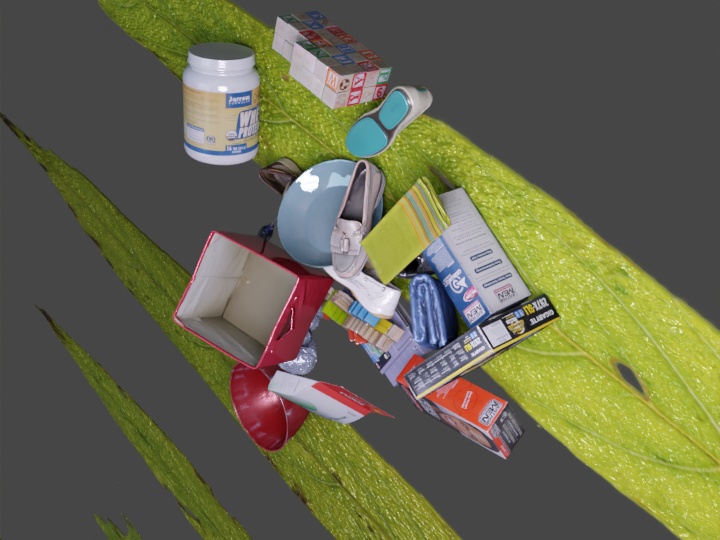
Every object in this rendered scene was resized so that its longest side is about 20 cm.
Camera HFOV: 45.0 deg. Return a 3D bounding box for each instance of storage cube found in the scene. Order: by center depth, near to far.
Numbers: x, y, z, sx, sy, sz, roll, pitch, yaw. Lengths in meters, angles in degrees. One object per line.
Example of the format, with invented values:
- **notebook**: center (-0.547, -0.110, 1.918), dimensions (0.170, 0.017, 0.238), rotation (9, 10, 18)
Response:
- **storage cube**: center (-0.176, 0.049, 1.478), dimensions (0.199, 0.180, 0.172), rotation (28, 97, 15)

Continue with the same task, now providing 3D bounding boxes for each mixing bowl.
- **mixing bowl**: center (-0.176, 0.268, 1.831), dimensions (0.200, 0.108, 0.201), rotation (23, 122, 42)

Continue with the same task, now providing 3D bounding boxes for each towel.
- **towel**: center (0.064, -0.056, 1.318), dimensions (0.200, 0.018, 0.086), rotation (-45, 67, 51)
- **towel**: center (0.117, 0.066, 1.340), dimensions (0.048, 0.200, 0.112), rotation (-8, 82, 13)

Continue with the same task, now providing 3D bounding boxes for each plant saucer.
- **plant saucer**: center (-0.048, -0.095, 1.511), dimensions (0.200, 0.039, 0.202), rotation (-8, 69, 21)

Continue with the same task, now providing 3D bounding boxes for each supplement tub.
- **supplement tub**: center (-0.263, -0.316, 1.643), dimensions (0.144, 0.144, 0.201), rotation (31, 128, 38)

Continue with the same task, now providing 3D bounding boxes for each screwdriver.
- **screwdriver**: center (-0.167, -0.092, 1.703), dimensions (0.200, 0.029, 0.028), rotation (-34, 44, 59)

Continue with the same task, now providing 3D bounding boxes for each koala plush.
- **koala plush**: center (-0.182, 0.080, 1.655), dimensions (0.184, 0.199, 0.178), rotation (32, 106, 65)

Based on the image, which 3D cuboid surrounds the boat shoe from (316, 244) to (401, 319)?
- **boat shoe**: center (0.000, 0.000, 1.503), dimensions (0.200, 0.071, 0.070), rotation (41, 113, 30)

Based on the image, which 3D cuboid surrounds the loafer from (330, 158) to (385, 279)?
- **loafer**: center (-0.013, -0.088, 1.434), dimensions (0.072, 0.063, 0.201), rotation (8, 74, 26)

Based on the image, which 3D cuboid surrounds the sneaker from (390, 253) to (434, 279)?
- **sneaker**: center (0.065, -0.033, 1.423), dimensions (0.200, 0.098, 0.071), rotation (14, 119, 47)

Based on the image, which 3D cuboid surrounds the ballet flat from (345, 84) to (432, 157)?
- **ballet flat**: center (0.048, -0.238, 1.379), dimensions (0.200, 0.069, 0.070), rotation (-28, 84, 57)

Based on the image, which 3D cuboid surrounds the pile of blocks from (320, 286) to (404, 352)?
- **pile of blocks**: center (-0.016, 0.088, 1.519), dimensions (0.200, 0.062, 0.082), rotation (26, 168, 40)

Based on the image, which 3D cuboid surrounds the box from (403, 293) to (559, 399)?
- **box**: center (0.179, 0.115, 1.304), dimensions (0.049, 0.159, 0.200), rotation (59, 140, 10)

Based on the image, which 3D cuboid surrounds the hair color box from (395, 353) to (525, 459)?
- **hair color box**: center (0.161, 0.220, 1.419), dimensions (0.200, 0.061, 0.102), rotation (23, 158, 42)

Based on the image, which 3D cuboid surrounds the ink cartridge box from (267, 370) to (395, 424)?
- **ink cartridge box**: center (-0.057, 0.253, 1.656), dimensions (0.200, 0.161, 0.050), rotation (9, 70, 49)

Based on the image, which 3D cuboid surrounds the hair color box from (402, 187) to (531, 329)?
- **hair color box**: center (0.160, -0.020, 1.313), dimensions (0.201, 0.100, 0.061), rotation (59, 141, 14)

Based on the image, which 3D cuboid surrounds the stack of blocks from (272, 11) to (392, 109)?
- **stack of blocks**: center (-0.059, -0.346, 1.414), dimensions (0.200, 0.115, 0.059), rotation (43, 135, 29)

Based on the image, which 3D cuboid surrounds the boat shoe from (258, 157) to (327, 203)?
- **boat shoe**: center (-0.114, -0.141, 1.604), dimensions (0.200, 0.072, 0.072), rotation (41, 134, 30)

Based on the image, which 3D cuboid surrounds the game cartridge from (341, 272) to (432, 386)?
- **game cartridge**: center (0.037, 0.099, 1.567), dimensions (0.200, 0.038, 0.130), rotation (55, 135, 18)
